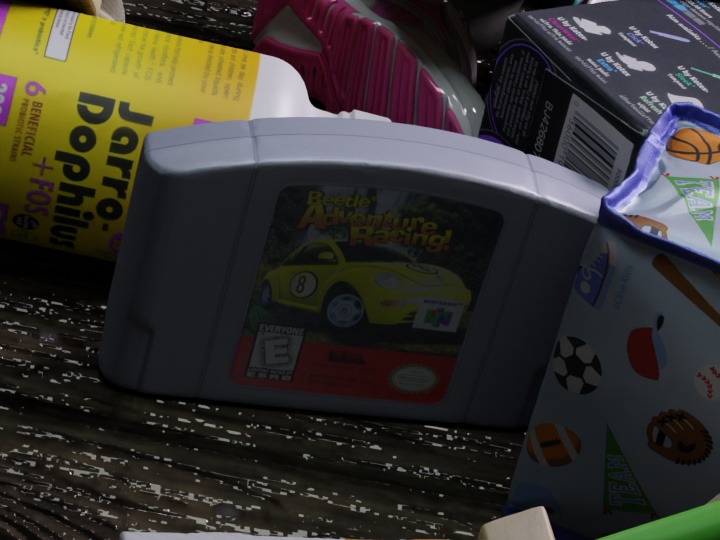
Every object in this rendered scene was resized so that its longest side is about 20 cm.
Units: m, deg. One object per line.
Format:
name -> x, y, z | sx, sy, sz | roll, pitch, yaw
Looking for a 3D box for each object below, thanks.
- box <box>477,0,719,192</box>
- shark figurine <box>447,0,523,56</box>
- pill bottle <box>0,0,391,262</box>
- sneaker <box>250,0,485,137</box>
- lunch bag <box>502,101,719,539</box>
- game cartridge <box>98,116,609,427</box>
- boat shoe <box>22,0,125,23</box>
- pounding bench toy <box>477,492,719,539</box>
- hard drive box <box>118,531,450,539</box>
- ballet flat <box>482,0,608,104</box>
box -> 0.161, -0.052, 1.186 | 0.200, 0.122, 0.106 | -11, 40, -32
shark figurine -> 0.040, -0.153, 1.362 | 0.214, 0.090, 0.128 | -2, 37, -7
pill bottle -> -0.091, -0.053, 1.144 | 0.199, 0.104, 0.104 | 12, 34, -5
sneaker -> 0.023, -0.097, 1.268 | 0.088, 0.082, 0.200 | -1, 32, -28
lunch bag -> 0.181, 0.051, 1.048 | 0.200, 0.170, 0.124 | 23, 39, 13
game cartridge -> 0.000, 0.000, 1.079 | 0.199, 0.133, 0.041 | 6, 34, -13
boat shoe -> -0.142, -0.143, 1.190 | 0.072, 0.065, 0.200 | 9, -9, 7
pounding bench toy -> 0.155, 0.109, 0.887 | 0.200, 0.156, 0.124 | 37, 20, -33
hard drive box -> 0.000, 0.182, 0.867 | 0.155, 0.077, 0.200 | 3, 36, -17
ballet flat -> 0.116, -0.105, 1.347 | 0.069, 0.070, 0.200 | 22, 31, 9
